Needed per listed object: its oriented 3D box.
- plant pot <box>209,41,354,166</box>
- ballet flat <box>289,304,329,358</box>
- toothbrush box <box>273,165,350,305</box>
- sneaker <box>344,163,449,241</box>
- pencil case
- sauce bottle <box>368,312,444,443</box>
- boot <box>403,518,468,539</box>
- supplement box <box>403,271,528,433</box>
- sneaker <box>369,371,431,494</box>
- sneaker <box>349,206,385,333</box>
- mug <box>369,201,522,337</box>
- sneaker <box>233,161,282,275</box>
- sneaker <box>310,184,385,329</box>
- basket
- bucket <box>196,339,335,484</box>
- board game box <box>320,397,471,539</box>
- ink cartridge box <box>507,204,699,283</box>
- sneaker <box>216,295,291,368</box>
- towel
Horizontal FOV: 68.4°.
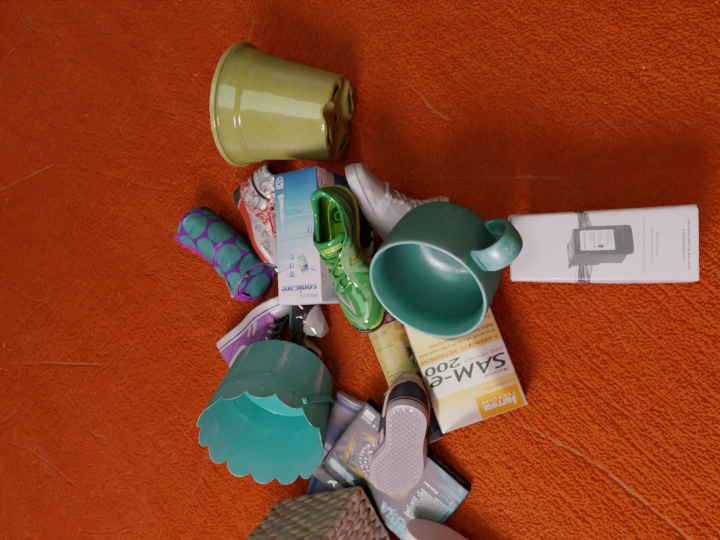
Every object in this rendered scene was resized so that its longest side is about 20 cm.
[{"bbox_3d":[-0.115,-0.262,0.875,0.182,0.200,0.203,11,93,16],"label":"plant pot"},{"bbox_3d":[-0.091,0.114,0.905,0.068,0.068,0.202,18,106,17],"label":"ballet flat"},{"bbox_3d":[-0.058,-0.047,0.843,0.084,0.146,0.203,-4,85,30],"label":"toothbrush box"},{"bbox_3d":[0.069,-0.097,0.776,0.115,0.200,0.074,-26,36,20],"label":"sneaker"},{"bbox_3d":[-0.253,-0.031,0.980,0.200,0.085,0.092,40,77,24],"label":"pencil case"},{"bbox_3d":[0.072,0.163,0.814,0.066,0.066,0.202,-28,78,24],"label":"sauce bottle"},{"bbox_3d":[0.143,0.435,0.744,0.198,0.073,0.091,22,101,14],"label":"boot"},{"bbox_3d":[0.141,0.111,0.756,0.125,0.073,0.202,-22,77,9],"label":"supplement box"},{"bbox_3d":[0.061,0.231,0.750,0.077,0.080,0.202,12,125,2],"label":"sneaker"},{"bbox_3d":[0.000,0.000,0.795,0.066,0.091,0.203,-12,74,6],"label":"sneaker"},{"bbox_3d":[0.116,-0.007,0.662,0.183,0.115,0.153,9,132,28],"label":"mug"},{"bbox_3d":[-0.147,-0.096,0.937,0.108,0.067,0.203,-39,69,24],"label":"sneaker"},{"bbox_3d":[-0.027,-0.016,0.702,0.073,0.083,0.202,-22,82,27],"label":"sneaker"},{"bbox_3d":[-0.070,0.448,0.770,0.198,0.198,0.162,-22,97,32],"label":"basket"},{"bbox_3d":[-0.139,0.221,0.839,0.204,0.135,0.209,5,124,8],"label":"bucket"},{"bbox_3d":[0.050,0.313,0.812,0.199,0.028,0.136,39,104,11],"label":"board game box"},{"bbox_3d":[0.295,-0.026,0.656,0.198,0.145,0.085,-1,88,28],"label":"ink cartridge box"},{"bbox_3d":[-0.164,0.129,0.941,0.200,0.072,0.115,-41,74,31],"label":"sneaker"},{"bbox_3d":[-0.009,0.317,0.871,0.146,0.024,0.202,22,98,28],"label":"towel"}]
